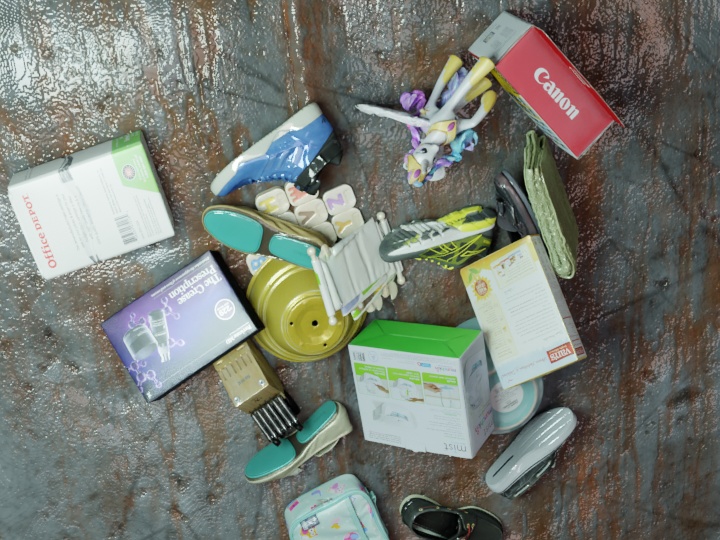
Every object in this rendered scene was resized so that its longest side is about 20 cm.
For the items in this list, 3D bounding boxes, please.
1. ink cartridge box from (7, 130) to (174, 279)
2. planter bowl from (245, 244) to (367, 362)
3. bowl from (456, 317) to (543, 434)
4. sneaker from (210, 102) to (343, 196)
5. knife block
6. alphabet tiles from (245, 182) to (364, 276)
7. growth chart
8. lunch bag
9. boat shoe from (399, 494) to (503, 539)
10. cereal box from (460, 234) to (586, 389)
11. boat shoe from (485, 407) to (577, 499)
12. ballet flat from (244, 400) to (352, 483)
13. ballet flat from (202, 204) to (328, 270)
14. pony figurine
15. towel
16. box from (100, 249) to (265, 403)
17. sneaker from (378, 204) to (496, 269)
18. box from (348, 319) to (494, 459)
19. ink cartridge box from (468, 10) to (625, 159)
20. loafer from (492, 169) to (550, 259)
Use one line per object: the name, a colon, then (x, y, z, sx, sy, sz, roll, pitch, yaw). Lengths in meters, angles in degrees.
ink cartridge box: (-0.382, -0.094, 1.556, 0.197, 0.084, 0.148, -19, 113, -5)
planter bowl: (-0.076, 0.066, 1.667, 0.197, 0.084, 0.204, -4, 112, -11)
bowl: (0.220, 0.186, 1.779, 0.197, 0.105, 0.204, -4, 111, -9)
sneaker: (-0.115, -0.143, 1.590, 0.199, 0.077, 0.112, -36, 96, -3)
knife block: (-0.166, 0.176, 1.726, 0.063, 0.201, 0.176, -32, 159, 1)
alphabet tiles: (-0.084, -0.044, 1.677, 0.193, 0.015, 0.202, -23, 114, -2)
growth chart: (0.000, 0.000, 1.648, 0.199, 0.018, 0.147, -32, 116, -46)
lunch bag: (-0.029, 0.453, 1.842, 0.158, 0.077, 0.202, -25, 113, -1)
boat shoe: (0.164, 0.447, 1.891, 0.199, 0.063, 0.075, 19, 103, -19)
cereal box: (0.247, 0.065, 1.669, 0.143, 0.039, 0.203, -26, 79, 37)
boat shoe: (0.303, 0.315, 1.873, 0.071, 0.072, 0.200, 35, 110, -30)
ballet flat: (-0.097, 0.295, 1.779, 0.199, 0.070, 0.070, -36, 113, 3)
ballet flat: (-0.140, -0.054, 1.621, 0.197, 0.063, 0.069, 22, 118, -6)
pony figurine: (0.102, -0.214, 1.566, 0.166, 0.193, 0.201, 40, 86, -24)
towel: (0.291, -0.102, 1.669, 0.036, 0.149, 0.202, -15, 116, 22)
box: (-0.264, 0.083, 1.625, 0.199, 0.079, 0.142, -34, 89, 2)
sneaker: (0.125, -0.035, 1.685, 0.197, 0.075, 0.086, -15, 119, -14)
box: (0.096, 0.184, 1.700, 0.197, 0.097, 0.179, 4, 116, 32)
ink cartridge box: (0.269, -0.266, 1.578, 0.084, 0.176, 0.200, -45, 112, 7)
loafer: (0.243, -0.069, 1.686, 0.063, 0.072, 0.201, -33, 131, 3)
